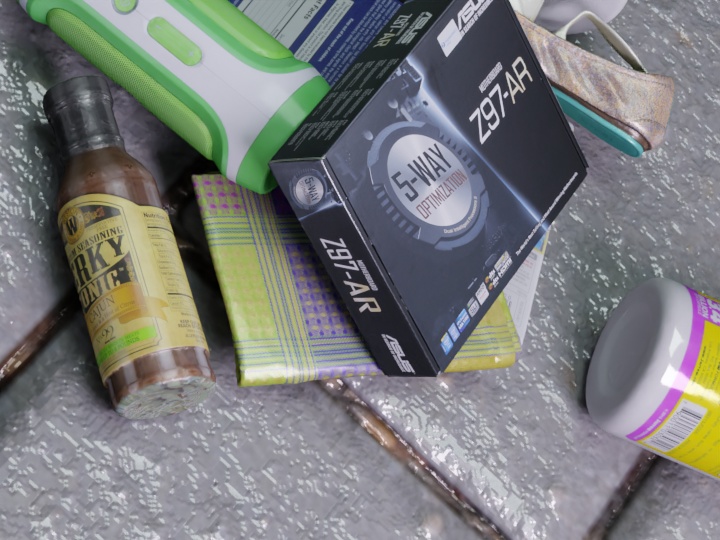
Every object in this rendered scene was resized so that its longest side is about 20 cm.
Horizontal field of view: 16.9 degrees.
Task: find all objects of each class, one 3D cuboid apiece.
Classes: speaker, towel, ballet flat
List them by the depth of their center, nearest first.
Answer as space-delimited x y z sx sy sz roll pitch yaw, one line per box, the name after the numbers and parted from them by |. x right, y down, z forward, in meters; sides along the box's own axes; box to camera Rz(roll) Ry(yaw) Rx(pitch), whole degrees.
-0.112 -0.135 1.422 0.200 0.089 0.088 39 51 8 | speaker
0.000 0.000 1.458 0.199 0.023 0.144 -4 68 -30 | towel
0.119 -0.150 1.590 0.199 0.068 0.067 31 84 -5 | ballet flat

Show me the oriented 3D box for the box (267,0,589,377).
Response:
0.045 -0.061 1.427 0.200 0.043 0.161 -51 125 -37 | box

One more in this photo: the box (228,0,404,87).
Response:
-0.029 -0.139 1.504 0.199 0.032 0.121 29 52 9 | box

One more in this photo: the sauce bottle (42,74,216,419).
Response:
-0.139 -0.015 1.389 0.064 0.065 0.201 -7 67 -32 | sauce bottle

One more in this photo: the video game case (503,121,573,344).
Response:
0.033 -0.064 1.538 0.199 0.023 0.183 26 55 -14 | video game case

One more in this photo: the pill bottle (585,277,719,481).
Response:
0.250 0.087 1.529 0.199 0.104 0.105 24 55 -17 | pill bottle

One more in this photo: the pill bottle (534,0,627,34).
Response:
0.144 -0.271 1.655 0.111 0.111 0.201 24 55 -16 | pill bottle
